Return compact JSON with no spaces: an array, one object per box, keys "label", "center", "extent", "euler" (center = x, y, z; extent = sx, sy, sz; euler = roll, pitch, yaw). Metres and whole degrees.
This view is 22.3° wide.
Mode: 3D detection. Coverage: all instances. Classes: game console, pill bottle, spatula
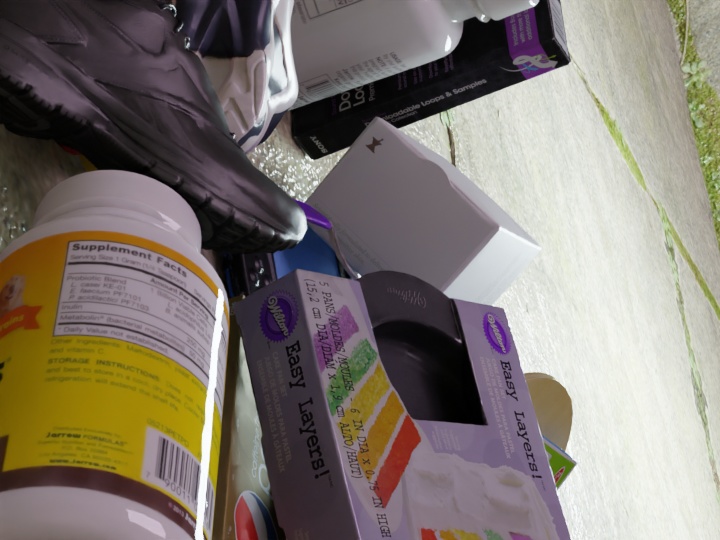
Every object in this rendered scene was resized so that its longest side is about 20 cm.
[{"label":"game console","center":[0.009,0.022,1.136],"extent":[0.200,0.118,0.172],"euler":[28,48,-66]},{"label":"pill bottle","center":[-0.112,0.054,0.766],"extent":[0.201,0.109,0.109],"euler":[-89,154,-44]},{"label":"pill bottle","center":[0.009,-0.183,1.184],"extent":[0.114,0.199,0.115],"euler":[-17,90,-72]},{"label":"spatula","center":[0.000,0.000,1.058],"extent":[0.200,0.021,0.057],"euler":[41,1,-24]}]

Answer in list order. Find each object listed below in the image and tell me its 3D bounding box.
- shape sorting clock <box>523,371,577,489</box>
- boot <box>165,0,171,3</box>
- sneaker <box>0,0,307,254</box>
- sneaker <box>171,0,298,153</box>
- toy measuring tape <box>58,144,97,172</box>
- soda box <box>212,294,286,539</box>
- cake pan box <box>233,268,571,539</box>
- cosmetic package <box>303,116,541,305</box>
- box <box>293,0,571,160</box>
[{"label":"shape sorting clock","center":[0.058,0.145,1.105],"extent":[0.039,0.200,0.200],"euler":[37,-4,34]},{"label":"boot","center":[-0.055,-0.228,1.112],"extent":[0.070,0.146,0.201],"euler":[33,37,-42]},{"label":"sneaker","center":[-0.098,-0.080,0.849],"extent":[0.200,0.076,0.091],"euler":[37,67,-25]},{"label":"sneaker","center":[-0.070,-0.147,1.036],"extent":[0.130,0.079,0.200],"euler":[110,-16,-76]},{"label":"toy measuring tape","center":[-0.110,-0.056,0.921],"extent":[0.201,0.073,0.074],"euler":[65,20,-16]},{"label":"soda box","center":[-0.076,0.111,0.893],"extent":[0.201,0.064,0.068],"euler":[-90,155,-43]},{"label":"cake pan box","center":[0.029,0.101,0.931],"extent":[0.184,0.052,0.201],"euler":[14,56,-51]},{"label":"cosmetic package","center":[0.044,-0.026,1.194],"extent":[0.108,0.085,0.200],"euler":[44,8,13]},{"label":"box","center":[0.043,-0.171,1.278],"extent":[0.036,0.199,0.144],"euler":[46,31,-47]}]
